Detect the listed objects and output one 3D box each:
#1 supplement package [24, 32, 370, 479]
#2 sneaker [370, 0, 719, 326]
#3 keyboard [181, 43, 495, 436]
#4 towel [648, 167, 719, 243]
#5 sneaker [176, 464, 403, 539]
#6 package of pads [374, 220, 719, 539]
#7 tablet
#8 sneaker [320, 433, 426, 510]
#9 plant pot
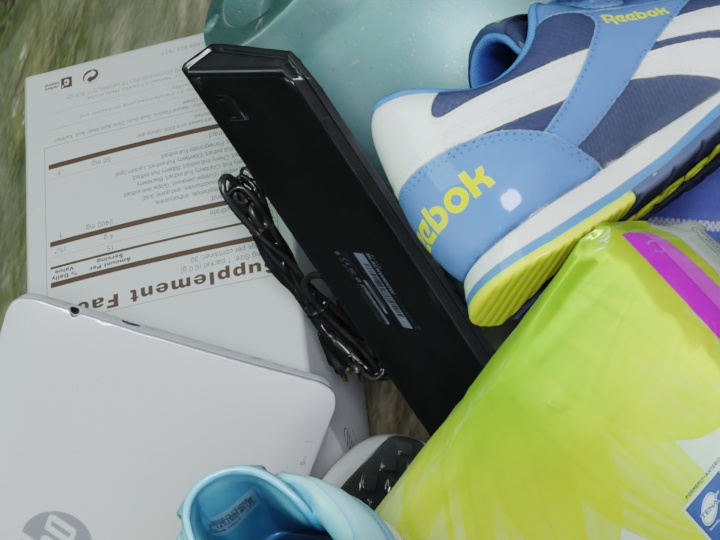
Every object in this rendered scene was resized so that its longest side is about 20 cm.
[{"bbox_3d":[-0.069,0.013,0.975,0.119,0.121,0.200,-13,54,8],"label":"supplement package"},{"bbox_3d":[0.087,-0.064,0.740,0.082,0.200,0.074,47,146,13],"label":"sneaker"},{"bbox_3d":[0.000,0.000,0.820,0.021,0.200,0.127,-43,26,-23],"label":"keyboard"},{"bbox_3d":[0.091,0.050,0.823,0.145,0.024,0.200,8,81,64],"label":"towel"},{"bbox_3d":[-0.022,0.082,0.651,0.074,0.082,0.200,-31,17,-12],"label":"sneaker"},{"bbox_3d":[0.079,0.099,0.701,0.155,0.068,0.200,49,121,27],"label":"package of pads"},{"bbox_3d":[-0.099,0.109,0.890,0.014,0.130,0.200,-87,15,-63],"label":"tablet"},{"bbox_3d":[-0.017,0.155,0.908,0.081,0.075,0.200,-124,51,-73],"label":"sneaker"},{"bbox_3d":[0.026,-0.095,0.860,0.200,0.134,0.200,-43,26,27],"label":"plant pot"}]
